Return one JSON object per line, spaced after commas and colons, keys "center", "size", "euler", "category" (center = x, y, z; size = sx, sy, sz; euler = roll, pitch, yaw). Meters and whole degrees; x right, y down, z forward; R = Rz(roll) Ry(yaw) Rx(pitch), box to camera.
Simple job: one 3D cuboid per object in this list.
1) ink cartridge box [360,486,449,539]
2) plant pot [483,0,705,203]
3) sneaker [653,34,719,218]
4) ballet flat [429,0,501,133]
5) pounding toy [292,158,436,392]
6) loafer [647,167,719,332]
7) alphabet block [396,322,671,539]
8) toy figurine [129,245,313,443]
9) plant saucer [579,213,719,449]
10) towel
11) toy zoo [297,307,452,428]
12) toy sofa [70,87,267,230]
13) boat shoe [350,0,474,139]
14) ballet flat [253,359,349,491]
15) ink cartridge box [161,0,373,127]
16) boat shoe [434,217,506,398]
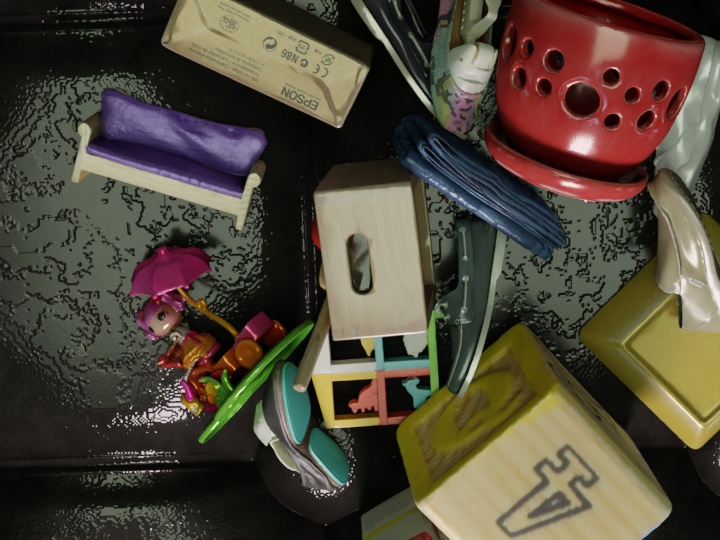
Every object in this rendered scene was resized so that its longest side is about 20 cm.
{"center": [0.070, 0.341, 1.618], "size": [0.083, 0.200, 0.146], "euler": [-31, 101, 4], "category": "ink cartridge box"}
{"center": [0.228, -0.181, 1.502], "size": [0.199, 0.201, 0.184], "euler": [15, 112, -3], "category": "plant pot"}
{"center": [0.333, -0.154, 1.576], "size": [0.088, 0.075, 0.201], "euler": [18, 102, 14], "category": "sneaker"}
{"center": [0.113, -0.244, 1.514], "size": [0.069, 0.071, 0.202], "euler": [12, 78, -33], "category": "ballet flat"}
{"center": [0.000, 0.000, 1.544], "size": [0.141, 0.184, 0.201], "euler": [-5, 103, 8], "category": "pounding toy"}
{"center": [0.336, -0.012, 1.540], "size": [0.068, 0.076, 0.201], "euler": [-22, 112, 12], "category": "loafer"}
{"center": [0.180, 0.212, 1.578], "size": [0.196, 0.195, 0.200], "euler": [-42, 107, 7], "category": "alphabet block"}
{"center": [-0.180, 0.063, 1.613], "size": [0.184, 0.150, 0.200], "euler": [44, 125, 5], "category": "toy figurine"}
{"center": [0.380, 0.075, 1.631], "size": [0.200, 0.048, 0.200], "euler": [43, 99, -9], "category": "plant saucer"}
{"center": [0.126, -0.092, 1.547], "size": [0.199, 0.112, 0.049], "euler": [32, 105, -19], "category": "towel"}
{"center": [0.025, 0.109, 1.655], "size": [0.198, 0.020, 0.132], "euler": [-4, 103, 1], "category": "toy zoo"}
{"center": [-0.201, -0.121, 1.573], "size": [0.199, 0.083, 0.098], "euler": [16, 104, -3], "category": "toy sofa"}
{"center": [0.067, -0.230, 1.551], "size": [0.063, 0.073, 0.200], "euler": [-36, 96, 11], "category": "boat shoe"}
{"center": [-0.077, 0.178, 1.622], "size": [0.068, 0.068, 0.201], "euler": [-7, 131, 23], "category": "ballet flat"}
{"center": [-0.091, -0.231, 1.504], "size": [0.199, 0.165, 0.075], "euler": [25, 104, -5], "category": "ink cartridge box"}
{"center": [0.111, 0.037, 1.588], "size": [0.061, 0.073, 0.201], "euler": [13, 76, 0], "category": "boat shoe"}
